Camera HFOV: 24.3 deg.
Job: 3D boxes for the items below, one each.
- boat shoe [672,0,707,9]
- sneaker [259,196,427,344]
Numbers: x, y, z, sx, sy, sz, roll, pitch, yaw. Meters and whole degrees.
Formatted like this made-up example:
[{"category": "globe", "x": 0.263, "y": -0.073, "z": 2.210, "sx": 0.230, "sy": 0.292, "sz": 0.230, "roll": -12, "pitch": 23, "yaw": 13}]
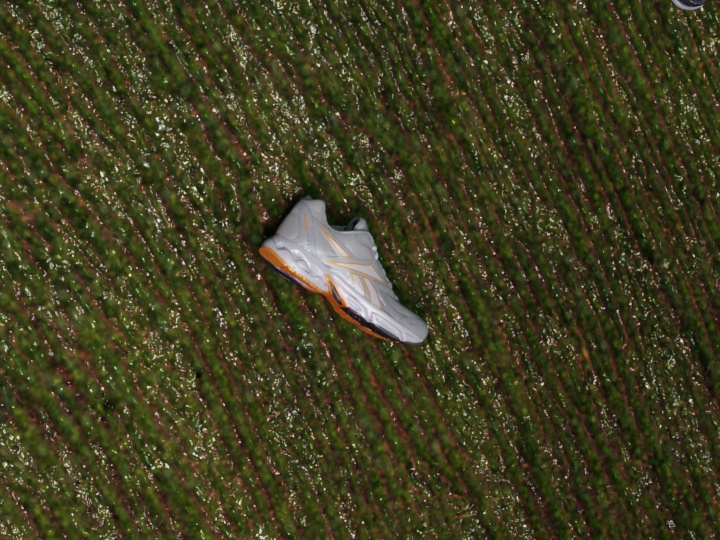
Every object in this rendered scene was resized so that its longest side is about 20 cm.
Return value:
[{"category": "boat shoe", "x": 0.360, "y": -0.384, "z": 1.810, "sx": 0.075, "sy": 0.060, "sz": 0.202, "roll": -12, "pitch": 99, "yaw": -19}, {"category": "sneaker", "x": 0.000, "y": 0.000, "z": 1.705, "sx": 0.200, "sy": 0.076, "sz": 0.092, "roll": 36, "pitch": 79, "yaw": -21}]
